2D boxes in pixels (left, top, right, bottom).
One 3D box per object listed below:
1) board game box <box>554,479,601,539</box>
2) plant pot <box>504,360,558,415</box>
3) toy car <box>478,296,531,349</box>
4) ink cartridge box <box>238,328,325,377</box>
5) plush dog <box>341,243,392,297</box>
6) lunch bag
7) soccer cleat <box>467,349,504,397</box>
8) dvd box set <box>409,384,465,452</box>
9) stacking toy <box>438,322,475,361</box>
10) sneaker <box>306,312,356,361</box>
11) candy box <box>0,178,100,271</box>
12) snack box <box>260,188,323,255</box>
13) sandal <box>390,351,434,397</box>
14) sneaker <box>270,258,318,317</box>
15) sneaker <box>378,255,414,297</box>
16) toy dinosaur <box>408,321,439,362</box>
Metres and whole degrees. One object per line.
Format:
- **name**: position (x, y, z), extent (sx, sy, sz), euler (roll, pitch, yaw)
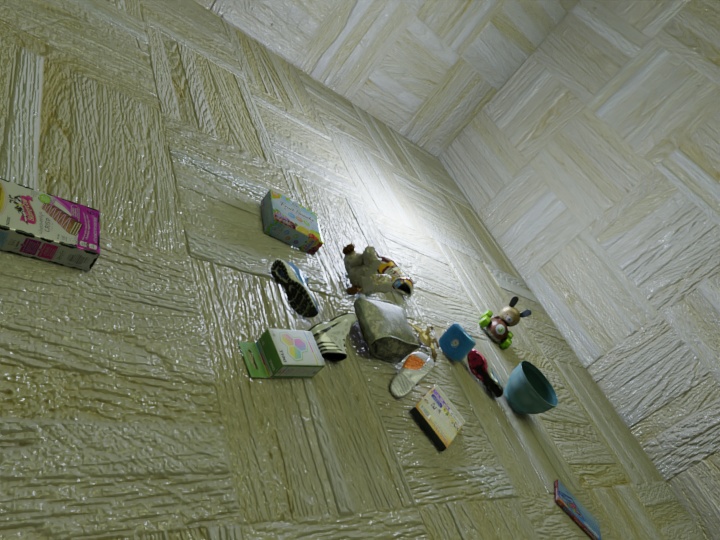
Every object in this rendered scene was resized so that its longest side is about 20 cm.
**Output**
- **board game box**: position (0.730, 0.811, 1.771), extent (0.200, 0.019, 0.103), euler (46, 24, 2)
- **plant pot**: position (0.638, 0.467, 2.018), extent (0.199, 0.134, 0.201), euler (33, 28, -20)
- **toy car**: position (0.659, 0.217, 2.351), extent (0.164, 0.200, 0.158), euler (45, 25, 3)
- **ink cartridge box**: position (-0.187, 0.200, 1.273), extent (0.199, 0.059, 0.104), euler (13, 39, -48)
- **plush dog**: position (0.000, 0.000, 1.808), extent (0.201, 0.159, 0.172), euler (60, -4, -38)
- **lunch bag**: position (0.064, 0.178, 1.616), extent (0.199, 0.117, 0.165), euler (25, 32, -44)
- **soccer cleat**: position (0.465, 0.384, 1.971), extent (0.201, 0.069, 0.086), euler (58, 14, 8)
- **dvd box set**: position (0.235, 0.438, 1.578), extent (0.147, 0.029, 0.199), euler (51, 25, 11)
- **stacking toy**: position (0.381, 0.272, 1.990), extent (0.116, 0.110, 0.200), euler (45, 12, 22)
- **sneaker**: position (-0.063, 0.194, 1.476), extent (0.200, 0.075, 0.116), euler (-16, 72, -53)
- **candy box**: position (-0.630, -0.090, 1.047), extent (0.199, 0.061, 0.137), euler (19, 36, -42)
- **snack box**: position (-0.228, -0.160, 1.748), extent (0.199, 0.068, 0.170), euler (28, 30, -34)
- **sandal**: position (0.146, 0.323, 1.600), extent (0.079, 0.060, 0.206), euler (39, 45, 16)
- **sneaker**: position (-0.172, 0.046, 1.510), extent (0.089, 0.079, 0.201), euler (-2, 51, -54)
- **sneaker**: position (0.130, 0.021, 2.002), extent (0.199, 0.075, 0.090), euler (37, 21, -13)
- **toy dinosaur**: position (0.222, 0.223, 1.855), extent (0.200, 0.058, 0.101), euler (49, 27, 10)
